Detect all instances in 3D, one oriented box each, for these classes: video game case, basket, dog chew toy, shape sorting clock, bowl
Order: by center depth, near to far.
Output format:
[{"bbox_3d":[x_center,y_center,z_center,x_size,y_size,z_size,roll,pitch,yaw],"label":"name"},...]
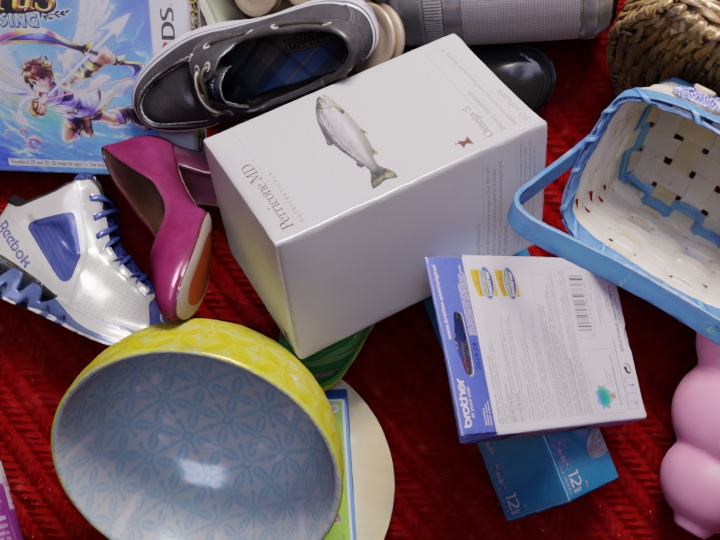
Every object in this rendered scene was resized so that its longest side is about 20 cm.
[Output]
[{"bbox_3d":[0.208,-0.040,0.773,0.175,0.140,0.200,30,45,15],"label":"basket"},{"bbox_3d":[-0.102,0.104,0.806,0.198,0.108,0.202,5,124,7],"label":"bowl"},{"bbox_3d":[0.285,0.100,0.847,0.124,0.125,0.202,27,89,5],"label":"dog chew toy"},{"bbox_3d":[0.274,-0.193,0.854,0.142,0.200,0.150,33,84,8],"label":"basket"},{"bbox_3d":[-0.073,0.163,0.878,0.197,0.039,0.202,0,76,1],"label":"shape sorting clock"},{"bbox_3d":[-0.220,-0.165,0.883,0.197,0.046,0.183,2,115,4],"label":"video game case"}]

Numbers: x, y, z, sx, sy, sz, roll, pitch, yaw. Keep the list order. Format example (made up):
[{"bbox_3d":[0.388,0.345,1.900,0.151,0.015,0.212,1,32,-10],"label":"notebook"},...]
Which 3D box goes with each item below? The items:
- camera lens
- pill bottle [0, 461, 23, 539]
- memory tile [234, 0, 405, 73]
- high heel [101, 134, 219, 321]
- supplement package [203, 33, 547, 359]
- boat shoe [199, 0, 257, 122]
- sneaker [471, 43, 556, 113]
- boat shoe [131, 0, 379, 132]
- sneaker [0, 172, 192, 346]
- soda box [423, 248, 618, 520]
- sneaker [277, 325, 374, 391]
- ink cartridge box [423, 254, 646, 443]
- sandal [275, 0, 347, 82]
[{"bbox_3d":[0.100,-0.253,0.881,0.197,0.160,0.162,-2,80,7],"label":"camera lens"},{"bbox_3d":[-0.287,0.243,0.832,0.111,0.112,0.202,-18,81,-2],"label":"pill bottle"},{"bbox_3d":[-0.039,-0.239,0.840,0.152,0.017,0.202,0,100,38],"label":"memory tile"},{"bbox_3d":[-0.148,-0.031,0.806,0.095,0.201,0.068,6,119,-4],"label":"high heel"},{"bbox_3d":[0.012,-0.053,0.792,0.199,0.118,0.117,-26,52,-16],"label":"supplement package"},{"bbox_3d":[-0.132,-0.196,0.931,0.060,0.072,0.202,-32,89,22],"label":"boat shoe"},{"bbox_3d":[0.059,-0.121,0.898,0.198,0.082,0.074,-17,103,2],"label":"sneaker"},{"bbox_3d":[-0.082,-0.135,0.812,0.198,0.066,0.071,-11,115,20],"label":"boat shoe"},{"bbox_3d":[-0.202,-0.009,0.890,0.198,0.081,0.116,23,83,6],"label":"sneaker"},{"bbox_3d":[0.114,0.075,0.865,0.064,0.068,0.202,-13,78,-42],"label":"soda box"},{"bbox_3d":[0.000,0.000,0.877,0.073,0.084,0.201,24,70,8],"label":"sneaker"},{"bbox_3d":[0.114,0.052,0.794,0.042,0.199,0.121,-22,73,43],"label":"ink cartridge box"},{"bbox_3d":[-0.043,-0.222,0.938,0.069,0.078,0.213,-3,57,-36],"label":"sandal"}]
